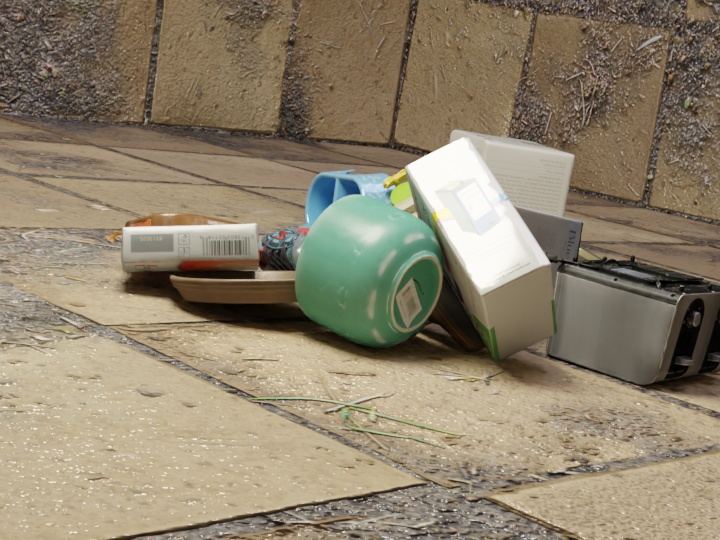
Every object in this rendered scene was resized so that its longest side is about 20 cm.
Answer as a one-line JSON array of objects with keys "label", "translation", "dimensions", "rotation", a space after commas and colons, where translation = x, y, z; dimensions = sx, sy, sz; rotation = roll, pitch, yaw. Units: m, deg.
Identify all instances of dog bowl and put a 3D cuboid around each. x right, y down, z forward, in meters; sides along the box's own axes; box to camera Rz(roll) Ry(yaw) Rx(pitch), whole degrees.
[{"label": "dog bowl", "translation": [-0.018, -0.083, 1.937], "dimensions": [0.049, 0.113, 0.199], "rotation": [6, 4, -29]}]

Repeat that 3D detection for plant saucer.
[{"label": "plant saucer", "translation": [-0.120, 0.018, 1.616], "dimensions": [0.197, 0.030, 0.200], "rotation": [-1, 3, 0]}]

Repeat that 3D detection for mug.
[{"label": "mug", "translation": [0.030, 0.007, 1.544], "dimensions": [0.114, 0.154, 0.184], "rotation": [24, 15, 36]}]

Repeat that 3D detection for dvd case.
[{"label": "dvd case", "translation": [0.217, 0.001, 1.732], "dimensions": [0.017, 0.145, 0.199], "rotation": [9, 1, 33]}]

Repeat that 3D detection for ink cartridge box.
[{"label": "ink cartridge box", "translation": [0.134, -0.024, 1.565], "dimensions": [0.087, 0.146, 0.201], "rotation": [-24, 56, -4]}, {"label": "ink cartridge box", "translation": [-0.205, -0.012, 1.702], "dimensions": [0.160, 0.051, 0.200], "rotation": [-1, -13, -6]}]

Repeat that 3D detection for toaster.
[{"label": "toaster", "translation": [0.326, 0.054, 1.660], "dimensions": [0.198, 0.120, 0.180], "rotation": [17, 11, 38]}]

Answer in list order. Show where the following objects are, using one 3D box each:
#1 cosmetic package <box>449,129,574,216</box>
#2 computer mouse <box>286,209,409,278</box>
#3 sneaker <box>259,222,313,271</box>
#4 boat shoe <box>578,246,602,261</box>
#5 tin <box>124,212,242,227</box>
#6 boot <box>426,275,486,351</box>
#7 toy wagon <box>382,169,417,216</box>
[{"label": "cosmetic package", "translation": [0.236, -0.116, 2.350], "dimensions": [0.164, 0.203, 0.167], "rotation": [7, 9, -19]}, {"label": "computer mouse", "translation": [-0.021, -0.015, 1.729], "dimensions": [0.198, 0.034, 0.059], "rotation": [-29, 5, 2]}, {"label": "sneaker", "translation": [-0.095, -0.013, 1.855], "dimensions": [0.094, 0.080, 0.200], "rotation": [-9, 6, -3]}, {"label": "boat shoe", "translation": [0.356, 0.041, 1.932], "dimensions": [0.199, 0.069, 0.075], "rotation": [33, 8, 9]}, {"label": "tin", "translation": [-0.211, -0.039, 1.785], "dimensions": [0.111, 0.043, 0.199], "rotation": [-6, -10, 37]}, {"label": "boot", "translation": [0.089, 0.042, 1.662], "dimensions": [0.073, 0.076, 0.200], "rotation": [10, 30, -38]}, {"label": "toy wagon", "translation": [0.092, -0.058, 1.803], "dimensions": [0.154, 0.040, 0.200], "rotation": [-29, 46, -9]}]
